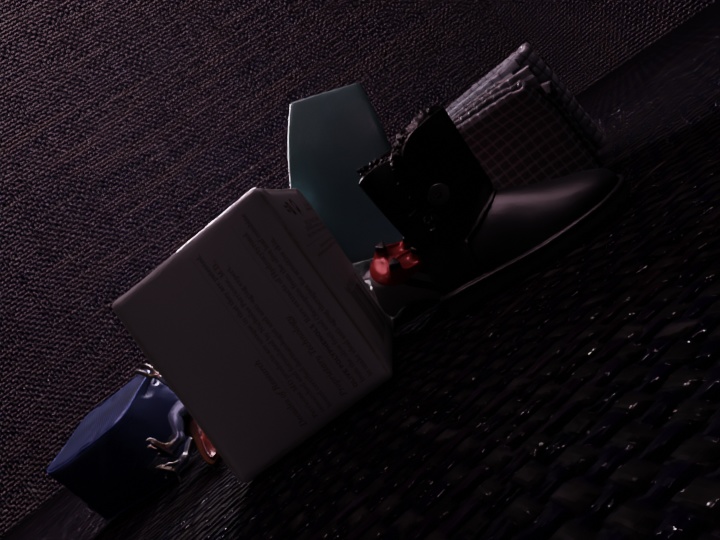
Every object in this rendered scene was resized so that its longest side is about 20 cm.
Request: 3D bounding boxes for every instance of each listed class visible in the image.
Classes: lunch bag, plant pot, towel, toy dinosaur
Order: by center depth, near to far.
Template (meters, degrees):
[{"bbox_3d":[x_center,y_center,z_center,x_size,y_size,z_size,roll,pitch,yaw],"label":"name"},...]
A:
[{"bbox_3d":[0.174,-0.140,0.734,0.199,0.165,0.086,-32,23,41],"label":"towel"},{"bbox_3d":[-0.016,-0.112,0.753,0.138,0.205,0.141,-14,1,7],"label":"plant pot"},{"bbox_3d":[-0.202,0.179,0.787,0.195,0.107,0.183,2,40,25],"label":"toy dinosaur"},{"bbox_3d":[-0.331,0.259,0.867,0.198,0.133,0.137,-34,20,23],"label":"lunch bag"}]

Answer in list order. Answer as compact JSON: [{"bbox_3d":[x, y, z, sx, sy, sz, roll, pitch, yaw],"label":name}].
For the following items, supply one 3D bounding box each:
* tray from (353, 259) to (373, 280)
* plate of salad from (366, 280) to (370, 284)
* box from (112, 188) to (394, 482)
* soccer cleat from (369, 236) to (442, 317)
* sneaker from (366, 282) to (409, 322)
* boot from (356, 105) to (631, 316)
[{"bbox_3d":[0.070,-0.018,0.764,0.196,0.023,0.107,-16,3,-25],"label":"tray"},{"bbox_3d":[0.000,0.000,0.902,0.198,0.205,0.048,-23,-35,37],"label":"plate of salad"},{"bbox_3d":[-0.086,0.046,0.598,0.170,0.202,0.199,-37,4,8],"label":"box"},{"bbox_3d":[0.102,-0.013,0.641,0.196,0.086,0.069,-21,42,-11],"label":"soccer cleat"},{"bbox_3d":[-0.016,0.047,0.794,0.198,0.094,0.070,-35,3,29],"label":"sneaker"},{"bbox_3d":[0.111,-0.078,0.538,0.198,0.170,0.076,-34,3,20],"label":"boot"}]
